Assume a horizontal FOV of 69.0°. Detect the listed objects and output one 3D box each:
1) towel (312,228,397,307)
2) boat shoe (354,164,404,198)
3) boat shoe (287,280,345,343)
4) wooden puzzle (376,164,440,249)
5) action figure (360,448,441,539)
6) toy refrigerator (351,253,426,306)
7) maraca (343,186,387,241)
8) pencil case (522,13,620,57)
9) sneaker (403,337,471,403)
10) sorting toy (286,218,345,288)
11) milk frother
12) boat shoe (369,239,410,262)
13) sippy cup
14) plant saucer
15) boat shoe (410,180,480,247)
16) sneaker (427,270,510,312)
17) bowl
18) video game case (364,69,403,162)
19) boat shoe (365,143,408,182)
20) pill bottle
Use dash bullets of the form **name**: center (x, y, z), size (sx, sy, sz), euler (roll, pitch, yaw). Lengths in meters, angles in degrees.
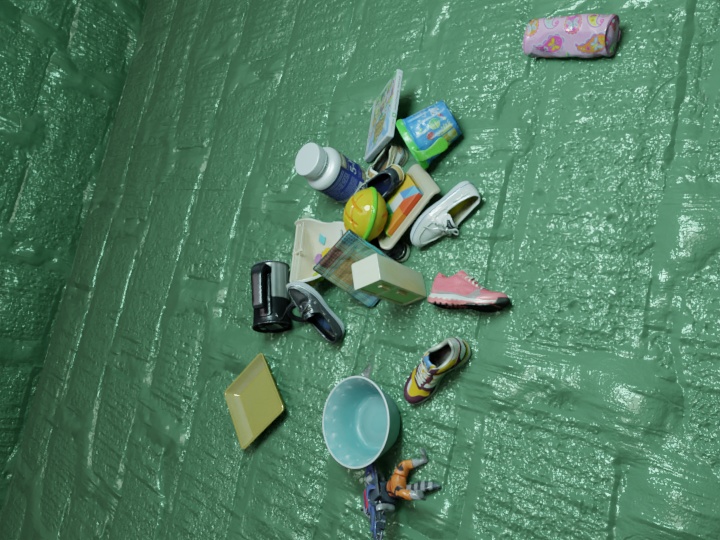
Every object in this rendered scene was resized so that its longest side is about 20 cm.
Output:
- **towel**: center (0.000, 0.000, 1.303), size (0.147, 0.199, 0.022), euler (-46, 30, 20)
- **boat shoe**: center (0.032, -0.202, 1.367), size (0.199, 0.062, 0.075), euler (-37, 89, 38)
- **boat shoe**: center (-0.125, 0.114, 1.384), size (0.070, 0.066, 0.200), euler (-38, 97, 29)
- **wooden puzzle**: center (0.101, -0.169, 1.329), size (0.200, 0.037, 0.186), euler (-48, 28, 17)
- **action figure**: center (0.076, 0.509, 1.149), size (0.193, 0.104, 0.202), euler (-40, 30, 30)
- **toy refrigerator**: center (0.071, 0.029, 1.229), size (0.075, 0.199, 0.071), euler (-23, 63, 31)
- **maraca**: center (0.004, -0.127, 1.320), size (0.200, 0.105, 0.139), euler (132, 148, -60)
- **pencil case**: center (0.459, -0.512, 1.150), size (0.198, 0.087, 0.089), euler (18, 88, 42)
- **sneaker**: center (0.153, 0.221, 1.175), size (0.201, 0.090, 0.075), euler (-50, 52, 17)
- **sorting toy**: center (-0.103, -0.051, 1.438), size (0.178, 0.106, 0.204), euler (-19, 58, 42)
- **milk frother**: center (-0.219, 0.066, 1.523), size (0.196, 0.181, 0.192), euler (-3, 70, -6)
- **boat shoe**: center (0.033, -0.057, 1.375), size (0.197, 0.066, 0.076), euler (11, 84, 41)
- **sippy cup**: center (0.176, -0.347, 1.310), size (0.129, 0.139, 0.180), euler (-31, 68, 16)
- **plant saucer**: center (-0.301, 0.382, 1.534), size (0.200, 0.048, 0.201), euler (-46, 53, 19)
- **boat shoe**: center (0.205, -0.115, 1.241), size (0.201, 0.074, 0.087), euler (-41, 37, 15)
- **sneaker**: center (0.238, 0.041, 1.170), size (0.198, 0.073, 0.088), euler (2, 76, 40)
- **bowl**: center (0.016, 0.357, 1.239), size (0.198, 0.104, 0.205), euler (-13, 69, 37)
- **video game case**: center (0.060, -0.412, 1.418), size (0.200, 0.022, 0.186), euler (156, 124, -72)
- **boat shoe**: center (0.046, -0.256, 1.423), size (0.075, 0.068, 0.202), euler (43, 105, 39)
- **pill bottle**: center (-0.081, -0.268, 1.445), size (0.118, 0.199, 0.122), euler (-12, 69, 36)
